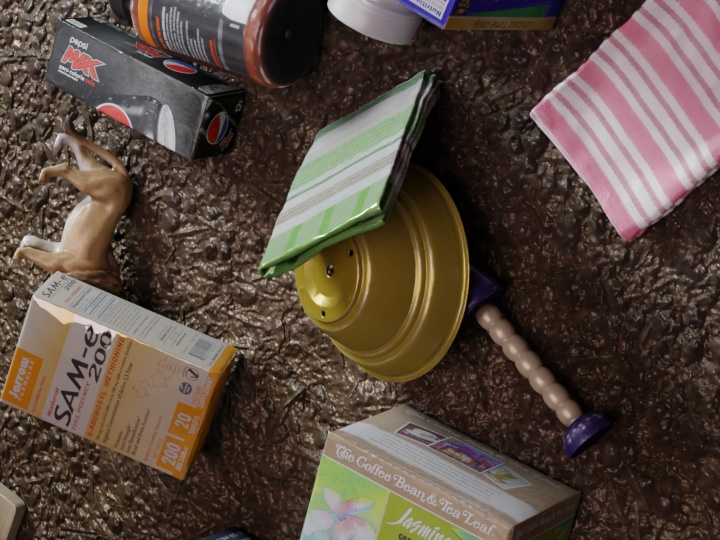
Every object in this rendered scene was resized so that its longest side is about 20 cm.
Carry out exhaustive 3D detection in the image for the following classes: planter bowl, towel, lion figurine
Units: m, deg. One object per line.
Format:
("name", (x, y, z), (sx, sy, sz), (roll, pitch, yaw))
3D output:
("planter bowl", (0.000, 0.000, 1.710), (0.200, 0.083, 0.202), (-1, 88, 50))
("towel", (-0.007, -0.081, 1.681), (0.149, 0.201, 0.031), (-27, 118, 36))
("lion figurine", (-0.270, -0.044, 1.923), (0.122, 0.073, 0.201), (18, 103, -5))
("towel", (0.247, -0.139, 1.588), (0.200, 0.030, 0.147), (-44, 74, 30))

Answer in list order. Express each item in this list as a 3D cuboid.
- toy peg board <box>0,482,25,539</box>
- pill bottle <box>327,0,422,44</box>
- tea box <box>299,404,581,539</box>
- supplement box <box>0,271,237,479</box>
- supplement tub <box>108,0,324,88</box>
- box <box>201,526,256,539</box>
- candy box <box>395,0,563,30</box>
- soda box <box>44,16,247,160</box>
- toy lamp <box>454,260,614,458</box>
("toy peg board", (-0.494, 0.294, 2.115), (0.199, 0.098, 0.201), (33, 115, 25))
("pill bottle", (0.047, -0.300, 1.646), (0.111, 0.111, 0.201), (36, 116, 24))
("tea box", (0.061, 0.255, 1.715), (0.199, 0.133, 0.198), (24, 110, 29))
("supplement box", (-0.236, 0.102, 1.881), (0.199, 0.074, 0.127), (22, 112, 3))
("supplement tub", (-0.139, -0.243, 1.783), (0.199, 0.107, 0.108), (21, 109, 29))
("box", (-0.116, 0.357, 1.812), (0.198, 0.200, 0.124), (30, 113, 25))
("candy box", (0.124, -0.297, 1.560), (0.077, 0.169, 0.201), (37, 117, 27))
("soda box", (-0.210, -0.178, 1.867), (0.199, 0.063, 0.071), (29, 112, 27))
("toy lamp", (0.137, 0.073, 1.681), (0.200, 0.058, 0.058), (52, 121, 16))
